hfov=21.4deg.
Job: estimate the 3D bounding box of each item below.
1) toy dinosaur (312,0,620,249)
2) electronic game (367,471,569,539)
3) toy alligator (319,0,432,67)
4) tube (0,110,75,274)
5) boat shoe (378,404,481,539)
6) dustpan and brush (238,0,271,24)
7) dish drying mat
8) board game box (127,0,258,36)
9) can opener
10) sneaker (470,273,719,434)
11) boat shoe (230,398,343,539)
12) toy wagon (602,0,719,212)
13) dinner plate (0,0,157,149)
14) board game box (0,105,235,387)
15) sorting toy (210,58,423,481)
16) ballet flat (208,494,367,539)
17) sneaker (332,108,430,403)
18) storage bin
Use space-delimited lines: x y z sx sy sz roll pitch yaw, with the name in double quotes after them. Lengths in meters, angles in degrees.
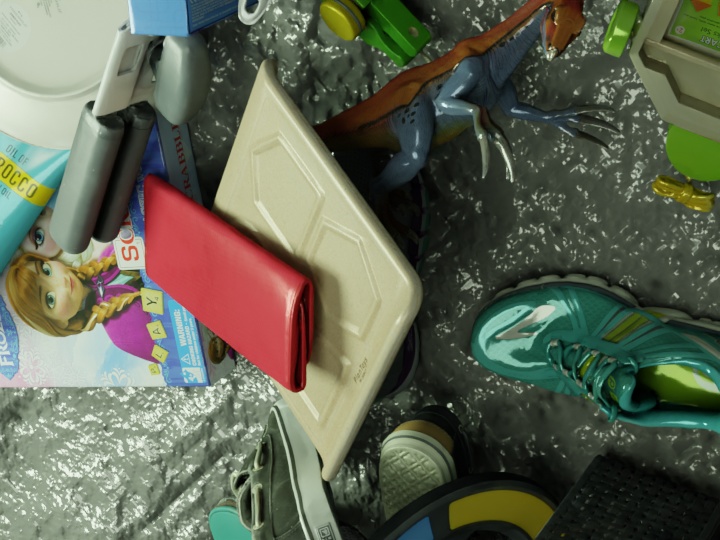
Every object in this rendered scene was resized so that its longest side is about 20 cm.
0.053 -0.104 1.124 0.199 0.105 0.183 28 113 5 "toy dinosaur"
0.056 0.218 1.234 0.042 0.198 0.202 41 127 45 "electronic game"
0.004 -0.166 1.188 0.200 0.059 0.054 48 161 -13 "toy alligator"
-0.259 -0.037 1.323 0.077 0.050 0.201 35 112 4 "tube"
0.047 0.175 1.291 0.074 0.062 0.202 13 129 19 "boat shoe"
-0.028 -0.239 1.114 0.138 0.057 0.202 23 98 -1 "dustpan and brush"
-0.087 0.005 1.207 0.200 0.018 0.078 34 129 51 "dish drying mat"
-0.093 -0.256 1.140 0.045 0.152 0.202 6 111 24 "board game box"
-0.147 -0.081 1.220 0.067 0.053 0.201 44 133 23 "can opener"
0.158 0.055 1.177 0.198 0.080 0.078 10 114 23 "sneaker"
-0.054 0.139 1.246 0.063 0.200 0.071 -18 107 -1 "boat shoe"
0.218 -0.124 1.083 0.154 0.040 0.201 21 129 1 "toy wagon"
-0.201 -0.182 1.262 0.198 0.024 0.203 1 94 16 "dinner plate"
-0.199 -0.016 1.348 0.198 0.041 0.202 -3 107 27 "board game box"
-0.031 0.000 1.165 0.201 0.036 0.186 59 146 27 "sorting toy"
-0.039 0.192 1.320 0.200 0.072 0.073 11 120 63 "ballet flat"
0.000 0.000 1.229 0.074 0.087 0.202 3 111 25 "sneaker"
0.149 0.220 1.173 0.093 0.200 0.137 19 116 19 "storage bin"
